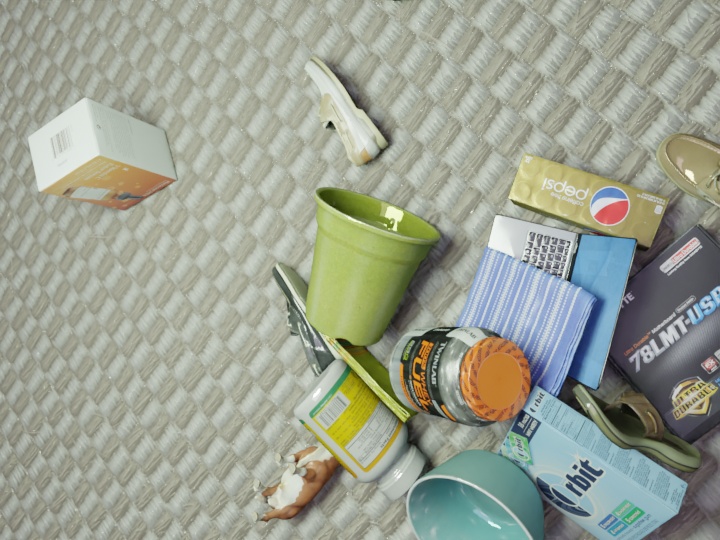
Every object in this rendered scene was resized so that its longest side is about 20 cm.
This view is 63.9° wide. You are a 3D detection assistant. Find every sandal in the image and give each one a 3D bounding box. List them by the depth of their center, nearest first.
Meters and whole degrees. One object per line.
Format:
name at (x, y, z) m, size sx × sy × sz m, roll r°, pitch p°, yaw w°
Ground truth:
sandal at (0.331, 0.175, 0.685) m, size 0.197 × 0.080 × 0.058 m, roll 25°, pitch 109°, yaw -18°

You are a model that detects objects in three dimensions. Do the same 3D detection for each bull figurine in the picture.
bull figurine at (-0.095, 0.328, 0.927) m, size 0.203 × 0.120 × 0.065 m, roll -57°, pitch 47°, yaw 16°

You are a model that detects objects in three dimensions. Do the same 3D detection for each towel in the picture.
towel at (0.216, 0.066, 0.793) m, size 0.199 × 0.023 × 0.149 m, roll 32°, pitch 106°, yaw 50°
towel at (0.016, 0.149, 0.898) m, size 0.200 × 0.086 × 0.018 m, roll 45°, pitch 107°, yaw 18°

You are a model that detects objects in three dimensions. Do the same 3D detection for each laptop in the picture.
laptop at (0.247, 0.032, 0.788) m, size 0.195 × 0.115 × 0.193 m, roll 16°, pitch 93°, yaw 23°

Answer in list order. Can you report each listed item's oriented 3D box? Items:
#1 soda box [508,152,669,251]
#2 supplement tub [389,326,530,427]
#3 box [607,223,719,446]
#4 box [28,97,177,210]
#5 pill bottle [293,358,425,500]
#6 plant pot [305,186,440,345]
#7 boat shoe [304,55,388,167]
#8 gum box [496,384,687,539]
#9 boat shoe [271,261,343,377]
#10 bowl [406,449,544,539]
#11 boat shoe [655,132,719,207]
soda box at (0.308, -0.095, 0.794) m, size 0.196 × 0.064 × 0.070 m, roll 24°, pitch 97°, yaw 23°
supplement tub at (0.129, 0.139, 0.780) m, size 0.199 × 0.119 × 0.127 m, roll 165°, pitch 101°, yaw -66°
box at (0.424, 0.082, 0.746) m, size 0.200 × 0.049 × 0.200 m, roll -43°, pitch 74°, yaw 16°
box at (-0.465, -0.203, 1.058) m, size 0.149 × 0.199 × 0.109 m, roll -23°, pitch 78°, yaw 20°
pill bottle at (0.002, 0.242, 0.870) m, size 0.200 × 0.113 × 0.113 m, roll 44°, pitch 104°, yaw 0°
plant pot at (0.000, 0.000, 0.871) m, size 0.196 × 0.199 × 0.189 m, roll 25°, pitch 109°, yaw 21°
boat shoe at (-0.039, -0.261, 0.945) m, size 0.068 × 0.075 × 0.202 m, roll -39°, pitch 75°, yaw 11°
gum box at (0.281, 0.260, 0.744) m, size 0.197 × 0.172 × 0.045 m, roll 33°, pitch 57°, yaw 22°
boat shoe at (-0.099, 0.078, 0.958) m, size 0.067 × 0.072 × 0.203 m, roll -35°, pitch 77°, yaw 14°
bowl at (0.170, 0.329, 0.790) m, size 0.197 × 0.105 × 0.206 m, roll 21°, pitch 128°, yaw 29°
boat shoe at (0.467, -0.110, 0.726) m, size 0.200 × 0.065 × 0.073 m, roll 44°, pitch 104°, yaw 18°
